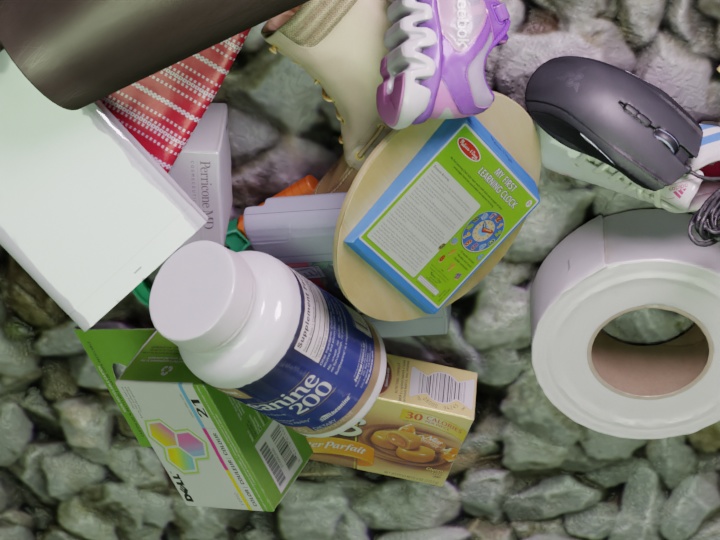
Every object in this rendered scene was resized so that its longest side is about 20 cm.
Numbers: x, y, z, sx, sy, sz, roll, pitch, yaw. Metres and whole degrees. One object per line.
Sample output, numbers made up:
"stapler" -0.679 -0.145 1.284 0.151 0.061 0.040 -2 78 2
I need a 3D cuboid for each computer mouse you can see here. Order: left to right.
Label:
"computer mouse" 0.234 -0.126 1.560 0.200 0.140 0.046 38 164 13

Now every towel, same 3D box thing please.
"towel" -0.193 -0.139 1.567 0.144 0.022 0.200 31 103 -6

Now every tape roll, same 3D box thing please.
"tape roll" 0.242 0.047 1.717 0.202 0.071 0.203 2 129 3

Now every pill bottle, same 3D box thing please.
"pill bottle" -0.074 0.052 1.609 0.111 0.111 0.200 -26 145 23

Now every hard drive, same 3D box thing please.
"hard drive" -0.232 -0.069 1.562 0.132 0.026 0.200 -41 100 10

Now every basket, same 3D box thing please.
"basket" -0.160 -0.217 1.468 0.200 0.136 0.181 -32 106 15

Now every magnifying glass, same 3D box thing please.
"magnifying glass" -0.113 -0.023 1.717 0.200 0.022 0.080 -31 120 25

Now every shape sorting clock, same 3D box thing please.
"shape sorting clock" 0.059 -0.049 1.567 0.200 0.039 0.200 -23 136 -24

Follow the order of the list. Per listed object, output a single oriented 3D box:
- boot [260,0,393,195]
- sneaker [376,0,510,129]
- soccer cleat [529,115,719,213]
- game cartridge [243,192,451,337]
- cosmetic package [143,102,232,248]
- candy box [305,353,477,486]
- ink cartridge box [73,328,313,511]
"boot" -0.017 -0.140 1.584 0.155 0.073 0.200 32 130 -16
"sneaker" 0.067 -0.197 1.483 0.088 0.201 0.080 7 174 -15
"soccer cleat" 0.224 -0.087 1.599 0.199 0.086 0.070 7 129 -1
"game cartridge" 0.000 0.000 1.667 0.133 0.041 0.200 -7 149 18
"cosmetic package" -0.207 -0.079 1.647 0.199 0.071 0.102 2 128 2
"candy box" -0.007 0.121 1.792 0.199 0.055 0.116 13 140 -6
"ink cartridge box" -0.161 0.127 1.754 0.199 0.076 0.148 -2 128 36
